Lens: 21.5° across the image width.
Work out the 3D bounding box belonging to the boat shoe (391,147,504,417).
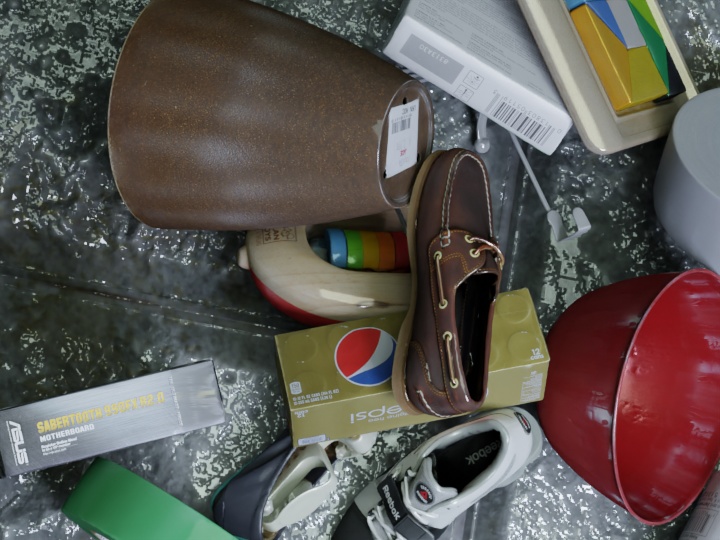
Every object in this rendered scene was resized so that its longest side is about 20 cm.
[{"bbox_3d":[0.073,0.007,1.364,0.070,0.070,0.202,16,73,-40],"label":"boat shoe"}]

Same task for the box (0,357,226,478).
[{"bbox_3d":[-0.190,0.109,1.376,0.157,0.200,0.049,-14,87,-13],"label":"box"}]

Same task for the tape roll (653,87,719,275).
[{"bbox_3d":[0.338,-0.065,1.526,0.199,0.066,0.201,8,39,-7],"label":"tape roll"}]

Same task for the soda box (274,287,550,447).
[{"bbox_3d":[0.038,0.073,1.427,0.198,0.064,0.068,-10,58,-7],"label":"soda box"}]

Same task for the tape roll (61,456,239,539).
[{"bbox_3d":[-0.123,0.210,1.374,0.200,0.200,0.048,35,77,-5],"label":"tape roll"}]

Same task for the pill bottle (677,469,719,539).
[{"bbox_3d":[0.286,0.269,1.495,0.114,0.114,0.201,32,77,-5],"label":"pill bottle"}]

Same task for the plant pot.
[{"bbox_3d":[-0.053,-0.108,1.403,0.199,0.187,0.188,11,77,26],"label":"plant pot"}]

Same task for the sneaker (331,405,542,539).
[{"bbox_3d":[0.044,0.170,1.449,0.200,0.088,0.074,-42,74,9],"label":"sneaker"}]

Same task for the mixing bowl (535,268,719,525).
[{"bbox_3d":[0.207,0.088,1.488,0.200,0.108,0.202,-19,114,-48],"label":"mixing bowl"}]

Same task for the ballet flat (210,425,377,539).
[{"bbox_3d":[-0.030,0.137,1.470,0.073,0.073,0.200,44,78,-2],"label":"ballet flat"}]

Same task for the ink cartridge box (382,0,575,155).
[{"bbox_3d":[0.115,-0.203,1.545,0.160,0.050,0.201,30,39,-7],"label":"ink cartridge box"}]

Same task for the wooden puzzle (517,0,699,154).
[{"bbox_3d":[0.205,-0.193,1.535,0.200,0.037,0.186,-20,85,-55],"label":"wooden puzzle"}]

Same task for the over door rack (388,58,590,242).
[{"bbox_3d":[0.065,-0.081,1.499,0.147,0.067,0.201,-16,63,-30],"label":"over door rack"}]

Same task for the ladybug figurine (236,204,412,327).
[{"bbox_3d":[0.000,0.000,1.485,0.198,0.072,0.136,5,42,-11],"label":"ladybug figurine"}]
